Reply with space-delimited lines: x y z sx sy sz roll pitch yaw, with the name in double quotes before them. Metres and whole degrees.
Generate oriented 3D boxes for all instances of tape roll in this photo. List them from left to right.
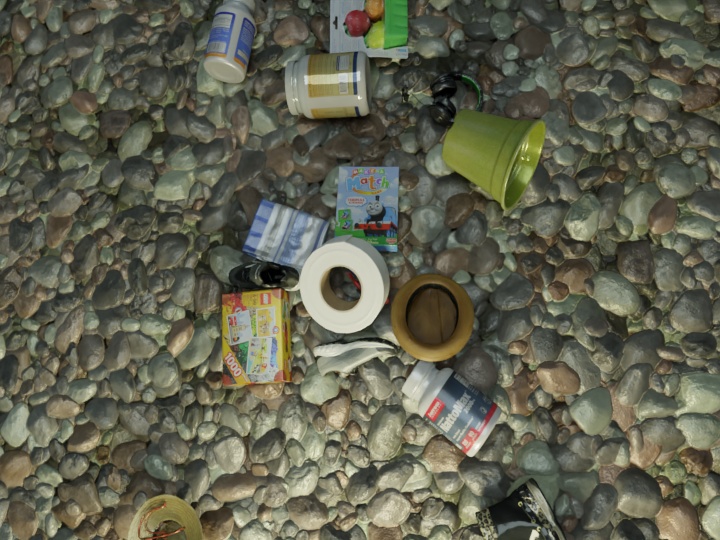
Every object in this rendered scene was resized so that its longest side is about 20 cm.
"tape roll" -0.035 0.030 1.338 0.195 0.071 0.210 4 105 15

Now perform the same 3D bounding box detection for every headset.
"headset" 0.194 -0.413 1.425 0.192 0.094 0.128 3 78 10

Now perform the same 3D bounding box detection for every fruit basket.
"fruit basket" 0.021 -0.609 1.486 0.192 0.094 0.193 -2 78 3

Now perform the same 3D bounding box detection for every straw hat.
"straw hat" -0.406 0.595 1.313 0.194 0.085 0.208 -7 67 15

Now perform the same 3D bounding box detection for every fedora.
"fedora" 0.156 0.110 1.318 0.193 0.083 0.207 -2 62 4

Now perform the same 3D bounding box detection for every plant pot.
"plant pot" 0.288 -0.266 1.344 0.181 0.200 0.204 28 83 24

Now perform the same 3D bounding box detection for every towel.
"towel" -0.179 -0.079 1.450 0.194 0.024 0.151 20 81 13

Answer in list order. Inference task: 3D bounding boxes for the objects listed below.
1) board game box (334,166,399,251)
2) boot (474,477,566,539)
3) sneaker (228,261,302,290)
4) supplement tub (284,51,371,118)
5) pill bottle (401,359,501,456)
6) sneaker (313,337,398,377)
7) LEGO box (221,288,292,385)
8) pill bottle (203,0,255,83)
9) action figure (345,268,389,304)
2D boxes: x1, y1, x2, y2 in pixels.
"board game box" 0.016 -0.146 1.406 0.145 0.037 0.207 1 67 5
"boot" 0.336 0.550 1.215 0.150 0.074 0.208 -27 71 5
"sneaker" -0.232 0.008 1.396 0.193 0.090 0.069 3 81 20
"supplement tub" -0.075 -0.444 1.447 0.192 0.145 0.150 -1 78 8
"pill bottle" 0.188 0.280 1.269 0.198 0.120 0.121 36 85 14
"sneaker" -0.008 0.194 1.348 0.193 0.074 0.082 -9 86 13
"LEGO box" -0.238 0.156 1.382 0.143 0.077 0.208 -6 77 8
"pill bottle" -0.328 -0.599 1.537 0.108 0.112 0.207 9 79 10
"action figure" 0.000 0.000 1.395 0.065 0.052 0.201 -39 77 -6
